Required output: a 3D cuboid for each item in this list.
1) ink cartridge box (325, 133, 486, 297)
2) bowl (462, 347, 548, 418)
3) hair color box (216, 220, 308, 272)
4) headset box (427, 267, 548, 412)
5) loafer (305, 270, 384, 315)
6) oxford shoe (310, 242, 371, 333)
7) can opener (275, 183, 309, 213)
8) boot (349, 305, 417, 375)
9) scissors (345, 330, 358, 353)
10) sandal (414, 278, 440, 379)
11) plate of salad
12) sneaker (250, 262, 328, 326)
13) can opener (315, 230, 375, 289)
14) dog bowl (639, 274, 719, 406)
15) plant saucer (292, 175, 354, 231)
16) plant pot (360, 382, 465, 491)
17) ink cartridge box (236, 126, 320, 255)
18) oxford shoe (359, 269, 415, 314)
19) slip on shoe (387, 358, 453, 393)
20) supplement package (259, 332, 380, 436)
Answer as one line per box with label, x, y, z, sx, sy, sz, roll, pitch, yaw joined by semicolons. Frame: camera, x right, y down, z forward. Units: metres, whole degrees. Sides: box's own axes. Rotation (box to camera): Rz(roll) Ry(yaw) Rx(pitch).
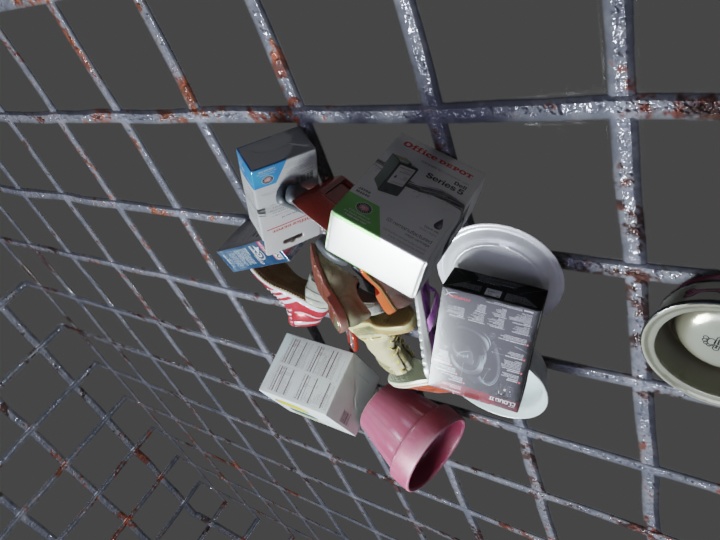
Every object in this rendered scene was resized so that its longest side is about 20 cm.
ink cartridge box;0.065;-0.083;0.889;0.145;0.200;0.084;29;143;12
bowl;0.245;0.161;1.118;0.200;0.091;0.202;24;144;19
hair color box;-0.185;-0.059;1.244;0.199;0.100;0.061;-9;127;49
headset box;0.191;0.114;0.980;0.148;0.077;0.202;14;119;19
loafer;-0.033;0.045;1.252;0.199;0.070;0.070;11;106;36
oxford shoe;-0.042;0.025;1.203;0.071;0.073;0.201;92;157;-57
can opener;-0.054;-0.088;1.063;0.052;0.067;0.199;-2;160;45
boot;0.070;0.139;1.271;0.199;0.073;0.156;-9;125;50
scissors;-0.019;0.178;1.422;0.201;0.014;0.073;87;160;-49
sandal;0.126;0.085;1.099;0.049;0.205;0.082;-7;176;12
plate of salad;0.216;0.002;0.991;0.198;0.048;0.201;16;137;16
sneaker;-0.160;0.050;1.381;0.199;0.071;0.113;32;144;4
can opener;0.000;0.000;1.172;0.200;0.067;0.053;43;147;-8
dog bowl;0.477;0.089;0.828;0.199;0.074;0.201;25;146;18
plant saucer;0.006;-0.076;1.000;0.200;0.200;0.037;39;110;-2
plant pot;0.105;0.351;1.412;0.179;0.200;0.201;37;151;30
ink cartridge box;-0.134;-0.130;1.083;0.068;0.115;0.201;54;158;34
oxford shoe;0.040;-0.011;1.091;0.072;0.072;0.201;-22;132;12
slip on shoe;0.137;0.223;1.318;0.199;0.074;0.061;-9;129;42
supplement package;-0.092;0.261;1.470;0.199;0.152;0.152;12;157;34
